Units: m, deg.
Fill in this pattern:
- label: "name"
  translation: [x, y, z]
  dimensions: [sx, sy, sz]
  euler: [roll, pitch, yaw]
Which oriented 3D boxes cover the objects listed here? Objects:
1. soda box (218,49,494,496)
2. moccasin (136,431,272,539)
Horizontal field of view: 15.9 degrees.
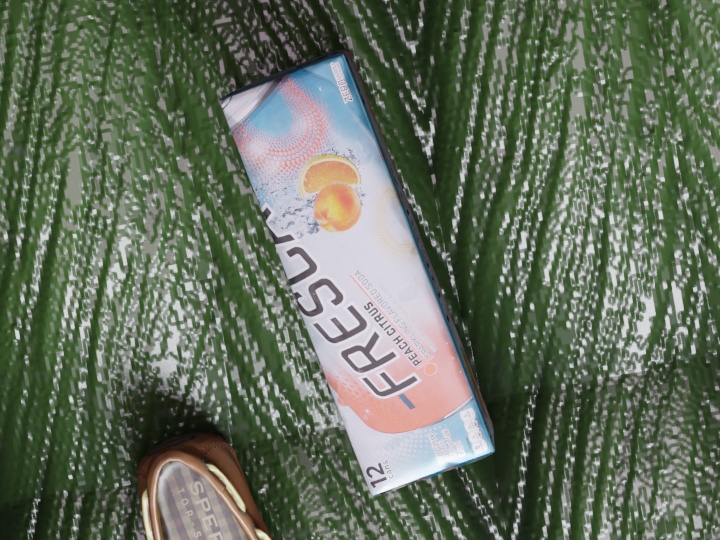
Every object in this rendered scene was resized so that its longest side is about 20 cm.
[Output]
- label: "soda box"
  translation: [0.000, 0.000, 1.206]
  dimensions: [0.064, 0.068, 0.200]
  euler: [-21, 95, 5]
- label: "moccasin"
  translation: [-0.052, 0.174, 1.221]
  dimensions: [0.074, 0.078, 0.202]
  euler: [-15, 94, 4]
